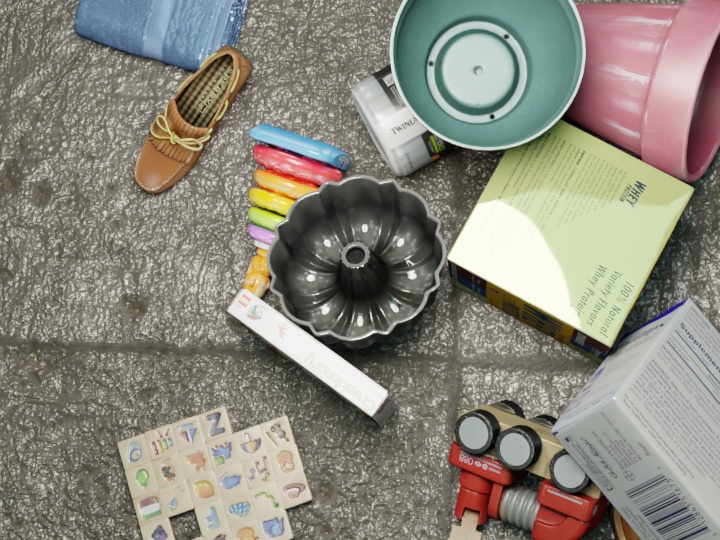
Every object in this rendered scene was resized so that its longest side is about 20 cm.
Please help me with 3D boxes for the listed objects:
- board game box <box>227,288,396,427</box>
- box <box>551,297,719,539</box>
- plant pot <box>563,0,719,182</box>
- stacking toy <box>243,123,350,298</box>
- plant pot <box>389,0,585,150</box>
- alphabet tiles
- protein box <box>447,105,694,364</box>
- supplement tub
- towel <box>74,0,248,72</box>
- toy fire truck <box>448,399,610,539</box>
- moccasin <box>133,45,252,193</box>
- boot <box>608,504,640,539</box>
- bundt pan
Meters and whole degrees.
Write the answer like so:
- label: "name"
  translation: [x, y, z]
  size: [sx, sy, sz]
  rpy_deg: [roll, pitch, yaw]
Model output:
- label: "board game box"
  translation: [-0.051, 0.099, 1.504]
  size: [0.199, 0.126, 0.035]
  rpy_deg: [35, 83, 12]
- label: "box"
  translation: [0.328, 0.164, 1.397]
  size: [0.184, 0.105, 0.200]
  rpy_deg: [50, 47, -1]
- label: "plant pot"
  translation: [0.316, -0.218, 1.509]
  size: [0.178, 0.200, 0.201]
  rpy_deg: [19, 81, 24]
- label: "stacking toy"
  translation: [-0.094, -0.059, 1.564]
  size: [0.109, 0.116, 0.201]
  rpy_deg: [19, 92, 12]
- label: "plant pot"
  translation: [0.128, -0.220, 1.426]
  size: [0.198, 0.134, 0.202]
  rpy_deg: [0, 88, -1]
- label: "alphabet tiles"
  translation: [-0.163, 0.245, 1.539]
  size: [0.199, 0.008, 0.168]
  rpy_deg: [-19, 77, 2]
- label: "protein box"
  translation: [0.230, -0.036, 1.498]
  size: [0.199, 0.135, 0.199]
  rpy_deg: [28, 82, 11]
- label: "supplement tub"
  translation: [0.100, -0.205, 1.553]
  size: [0.199, 0.123, 0.123]
  rpy_deg: [-29, 77, 0]
- label: "towel"
  translation: [-0.245, -0.312, 1.649]
  size: [0.199, 0.049, 0.112]
  rpy_deg: [17, 85, 8]
- label: "toy fire truck"
  translation: [0.166, 0.263, 1.456]
  size: [0.175, 0.128, 0.202]
  rpy_deg: [19, 103, 26]
- label: "moccasin"
  translation: [-0.201, -0.176, 1.589]
  size: [0.074, 0.078, 0.201]
  rpy_deg: [44, 102, 2]
- label: "boot"
  translation: [0.339, 0.292, 1.455]
  size: [0.154, 0.074, 0.201]
  rpy_deg: [18, 89, 8]
- label: "bundt pan"
  translation: [0.000, 0.000, 1.491]
  size: [0.200, 0.076, 0.203]
  rpy_deg: [-4, 62, 8]
